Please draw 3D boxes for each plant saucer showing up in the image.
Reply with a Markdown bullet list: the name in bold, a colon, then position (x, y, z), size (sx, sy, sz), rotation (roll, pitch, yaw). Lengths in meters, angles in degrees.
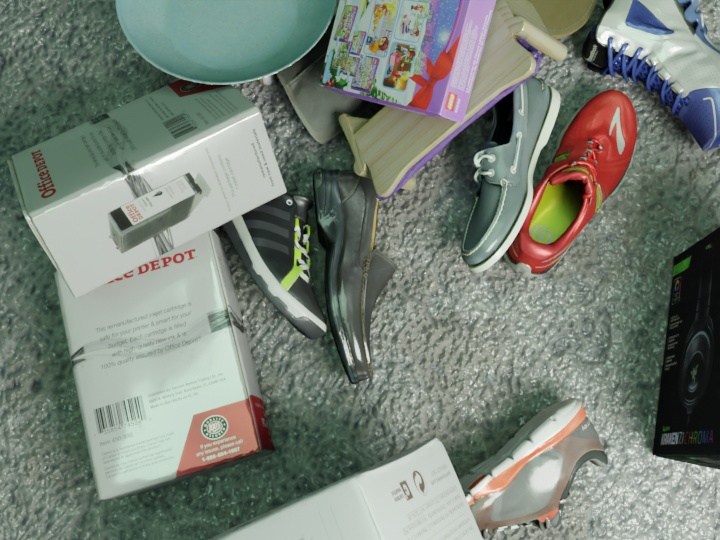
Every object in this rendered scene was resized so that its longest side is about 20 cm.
- **plant saucer**: position (-0.118, -0.241, 0.753), size (0.196, 0.039, 0.205), rotation (0, 65, 0)

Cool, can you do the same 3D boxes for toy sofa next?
- **toy sofa**: position (0.082, -0.147, 0.734), size (0.199, 0.082, 0.099), rotation (-39, 63, 30)

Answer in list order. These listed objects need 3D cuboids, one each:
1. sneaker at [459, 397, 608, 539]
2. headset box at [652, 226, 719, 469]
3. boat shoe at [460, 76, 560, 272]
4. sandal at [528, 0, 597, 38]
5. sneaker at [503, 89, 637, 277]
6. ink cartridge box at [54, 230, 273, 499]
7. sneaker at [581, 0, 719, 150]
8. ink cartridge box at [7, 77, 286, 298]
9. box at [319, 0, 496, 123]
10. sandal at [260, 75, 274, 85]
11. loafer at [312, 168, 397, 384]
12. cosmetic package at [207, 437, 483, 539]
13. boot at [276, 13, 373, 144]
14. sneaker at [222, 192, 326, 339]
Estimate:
- **sneaker**: position (0.135, 0.199, 0.718), size (0.199, 0.077, 0.082), rotation (-38, 86, -5)
- **headset box**: position (0.321, 0.060, 0.687), size (0.091, 0.174, 0.205), rotation (10, 79, 4)
- **boat shoe**: position (0.125, -0.097, 0.772), size (0.061, 0.072, 0.203), rotation (30, 72, -23)
- **sandal**: position (0.194, -0.281, 0.826), size (0.078, 0.069, 0.213), rotation (45, 61, -12)
- **sneaker**: position (0.203, -0.082, 0.767), size (0.076, 0.085, 0.202), rotation (30, 81, 7)
- **ink cartridge box**: position (-0.172, 0.081, 0.741), size (0.144, 0.083, 0.204), rotation (-15, 77, 0)
- **sneaker**: position (0.278, -0.200, 0.799), size (0.113, 0.081, 0.203), rotation (-15, 71, 3)
- **ink cartridge box**: position (-0.184, -0.082, 0.713), size (0.197, 0.084, 0.147), rotation (-28, 35, -13)
- **box**: position (0.048, -0.236, 0.687), size (0.135, 0.039, 0.204), rotation (22, 101, 37)
- **sandal**: position (-0.125, -0.285, 0.827), size (0.058, 0.079, 0.212), rotation (-8, 80, -2)
- **loafer**: position (0.000, 0.000, 0.767), size (0.071, 0.073, 0.205), rotation (-6, 79, -4)
- **cosmetic package**: position (-0.015, 0.252, 0.632), size (0.198, 0.164, 0.168), rotation (-29, 77, 22)
- **boot**: position (0.000, -0.246, 0.787), size (0.198, 0.072, 0.185), rotation (-30, 73, 29)
- **sneaker**: position (-0.074, -0.035, 0.764), size (0.082, 0.072, 0.202), rotation (-33, 71, -1)
